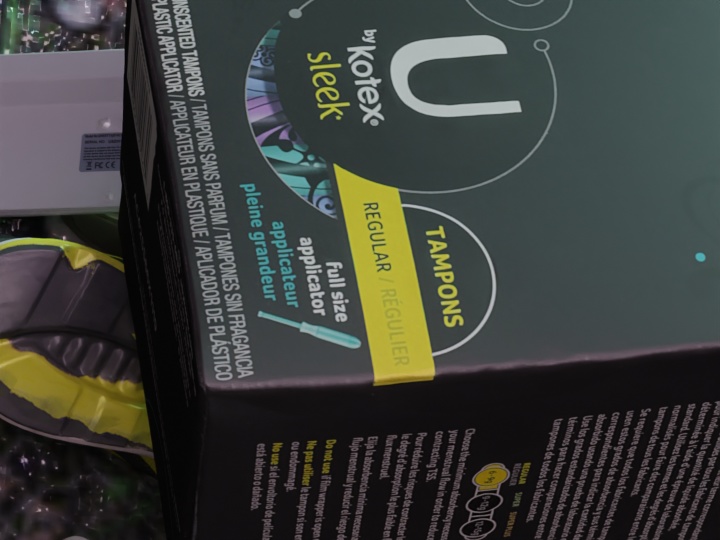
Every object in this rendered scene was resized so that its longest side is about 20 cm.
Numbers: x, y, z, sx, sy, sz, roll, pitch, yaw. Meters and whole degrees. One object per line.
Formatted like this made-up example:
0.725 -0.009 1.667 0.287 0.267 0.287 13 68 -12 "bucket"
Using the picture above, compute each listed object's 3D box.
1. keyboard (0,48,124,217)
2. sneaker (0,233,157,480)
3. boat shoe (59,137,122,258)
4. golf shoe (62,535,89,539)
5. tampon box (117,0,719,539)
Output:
-0.079 -0.045 0.868 0.199 0.011 0.057 -2 76 13 "keyboard"
-0.053 0.037 0.872 0.200 0.085 0.075 33 90 -28 "sneaker"
0.000 0.000 0.898 0.200 0.072 0.061 28 72 -5 "boat shoe"
-0.109 0.113 0.784 0.077 0.200 0.095 0 62 17 "golf shoe"
0.040 -0.002 0.748 0.199 0.127 0.151 -5 55 -11 "tampon box"
